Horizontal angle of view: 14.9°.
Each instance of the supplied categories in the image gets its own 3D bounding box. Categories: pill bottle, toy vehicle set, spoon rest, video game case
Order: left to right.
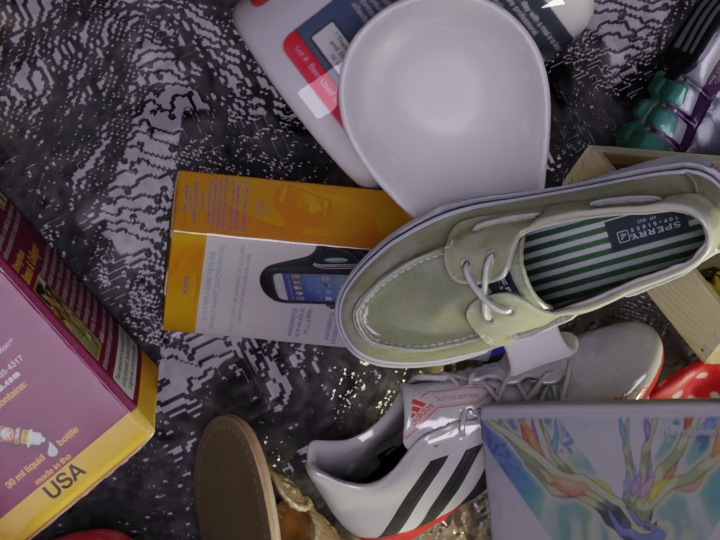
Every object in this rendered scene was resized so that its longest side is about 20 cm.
[{"bbox_3d":[0.047,-0.144,1.381,0.200,0.120,0.120,-37,102,6],"label":"pill bottle"},{"bbox_3d":[0.057,-0.038,1.318,0.099,0.061,0.200,-21,108,4],"label":"spoon rest"},{"bbox_3d":[0.148,0.153,1.343,0.200,0.022,0.182,-3,93,41],"label":"video game case"},{"bbox_3d":[0.202,-0.006,1.359,0.200,0.124,0.027,2,132,-46],"label":"toy vehicle set"}]

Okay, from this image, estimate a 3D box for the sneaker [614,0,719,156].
[{"bbox_3d":[0.171,-0.045,1.436,0.088,0.074,0.200,32,99,-14],"label":"sneaker"}]

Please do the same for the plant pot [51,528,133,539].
[{"bbox_3d":[-0.145,0.262,1.432,0.200,0.200,0.183,-36,110,6],"label":"plant pot"}]

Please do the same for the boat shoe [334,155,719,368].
[{"bbox_3d":[0.074,-0.004,1.261,0.200,0.062,0.072,-21,95,19],"label":"boat shoe"}]

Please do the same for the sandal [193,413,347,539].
[{"bbox_3d":[-0.037,0.165,1.488,0.070,0.078,0.212,-17,113,-31],"label":"sandal"}]

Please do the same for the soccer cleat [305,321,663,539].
[{"bbox_3d":[0.064,0.078,1.440,0.200,0.069,0.085,-29,132,19],"label":"soccer cleat"}]

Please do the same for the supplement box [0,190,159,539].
[{"bbox_3d":[-0.203,0.026,1.403,0.103,0.131,0.200,-39,101,7],"label":"supplement box"}]

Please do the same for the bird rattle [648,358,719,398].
[{"bbox_3d":[0.254,0.095,1.447,0.163,0.113,0.200,-12,96,29],"label":"bird rattle"}]

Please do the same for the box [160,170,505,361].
[{"bbox_3d":[0.000,0.000,1.416,0.200,0.119,0.041,4,64,-5],"label":"box"}]
